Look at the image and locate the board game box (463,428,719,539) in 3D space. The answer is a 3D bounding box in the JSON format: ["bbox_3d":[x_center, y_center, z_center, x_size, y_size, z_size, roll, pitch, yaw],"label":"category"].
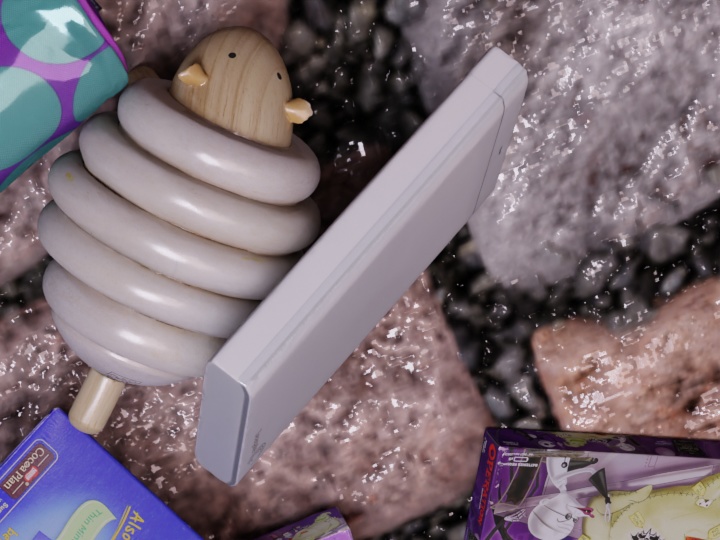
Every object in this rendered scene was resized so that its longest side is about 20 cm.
[{"bbox_3d":[0.150,0.146,1.441,0.200,0.032,0.120,4,112,-18],"label":"board game box"}]

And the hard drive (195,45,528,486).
[{"bbox_3d":[0.000,0.000,1.255,0.027,0.132,0.200,38,68,10],"label":"hard drive"}]

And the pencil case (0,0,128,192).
[{"bbox_3d":[-0.201,-0.063,1.225,0.200,0.085,0.092,-38,82,0],"label":"pencil case"}]

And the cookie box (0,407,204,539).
[{"bbox_3d":[-0.130,0.196,1.281,0.200,0.075,0.171,43,70,-3],"label":"cookie box"}]

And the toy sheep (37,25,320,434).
[{"bbox_3d":[-0.085,-0.017,1.250,0.138,0.138,0.200,15,104,-21],"label":"toy sheep"}]

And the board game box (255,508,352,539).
[{"bbox_3d":[-0.037,0.229,1.404,0.120,0.032,0.200,-19,115,-5],"label":"board game box"}]
